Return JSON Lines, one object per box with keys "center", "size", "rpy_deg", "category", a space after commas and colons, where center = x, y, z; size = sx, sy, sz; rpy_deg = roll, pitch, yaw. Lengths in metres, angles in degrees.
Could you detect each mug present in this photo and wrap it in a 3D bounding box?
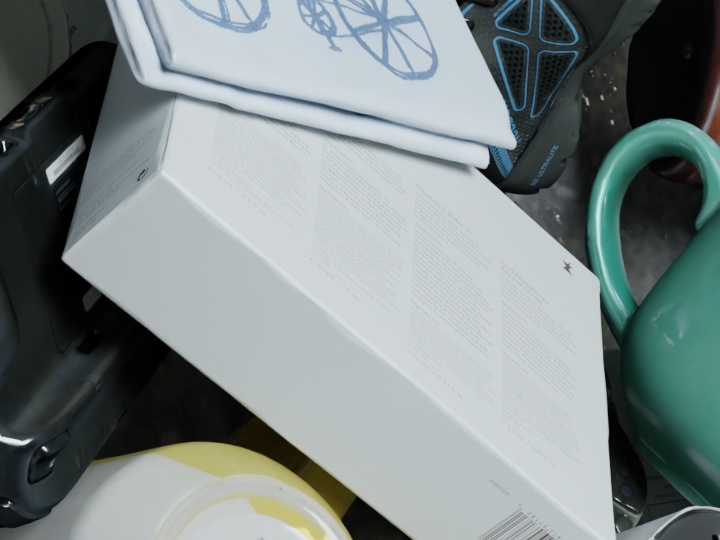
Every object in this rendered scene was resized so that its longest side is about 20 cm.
{"center": [0.162, 0.043, 0.878], "size": [0.115, 0.185, 0.152], "rpy_deg": [-49, 131, 4], "category": "mug"}
{"center": [-0.069, 0.108, 0.771], "size": [0.149, 0.153, 0.188], "rpy_deg": [21, 62, -28], "category": "mug"}

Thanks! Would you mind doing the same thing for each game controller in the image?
{"center": [-0.095, -0.002, 0.761], "size": [0.200, 0.042, 0.105], "rpy_deg": [-60, 132, -64], "category": "game controller"}

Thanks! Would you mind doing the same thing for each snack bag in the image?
{"center": [-0.040, -0.132, 0.797], "size": [0.188, 0.021, 0.201], "rpy_deg": [7, 54, -52], "category": "snack bag"}

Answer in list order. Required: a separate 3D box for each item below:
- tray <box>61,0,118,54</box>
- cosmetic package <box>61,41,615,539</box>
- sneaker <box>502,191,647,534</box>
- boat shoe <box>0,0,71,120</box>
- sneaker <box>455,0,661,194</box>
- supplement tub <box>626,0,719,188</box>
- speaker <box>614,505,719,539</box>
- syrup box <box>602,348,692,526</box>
{"center": [-0.119, -0.085, 0.891], "size": [0.107, 0.022, 0.201], "rpy_deg": [40, 54, -17], "category": "tray"}
{"center": [0.000, 0.000, 0.784], "size": [0.200, 0.052, 0.151], "rpy_deg": [40, 30, -22], "category": "cosmetic package"}
{"center": [0.037, 0.046, 0.929], "size": [0.077, 0.087, 0.201], "rpy_deg": [-5, 53, -23], "category": "sneaker"}
{"center": [-0.133, -0.010, 0.802], "size": [0.061, 0.073, 0.201], "rpy_deg": [69, 20, -52], "category": "boat shoe"}
{"center": [0.058, -0.103, 0.876], "size": [0.081, 0.201, 0.073], "rpy_deg": [-6, 45, -27], "category": "sneaker"}
{"center": [0.217, -0.077, 0.967], "size": [0.198, 0.107, 0.108], "rpy_deg": [6, 68, -15], "category": "supplement tub"}
{"center": [0.064, 0.143, 0.824], "size": [0.081, 0.200, 0.082], "rpy_deg": [14, 65, -31], "category": "speaker"}
{"center": [0.123, 0.135, 0.949], "size": [0.081, 0.079, 0.202], "rpy_deg": [-4, 76, -38], "category": "syrup box"}
